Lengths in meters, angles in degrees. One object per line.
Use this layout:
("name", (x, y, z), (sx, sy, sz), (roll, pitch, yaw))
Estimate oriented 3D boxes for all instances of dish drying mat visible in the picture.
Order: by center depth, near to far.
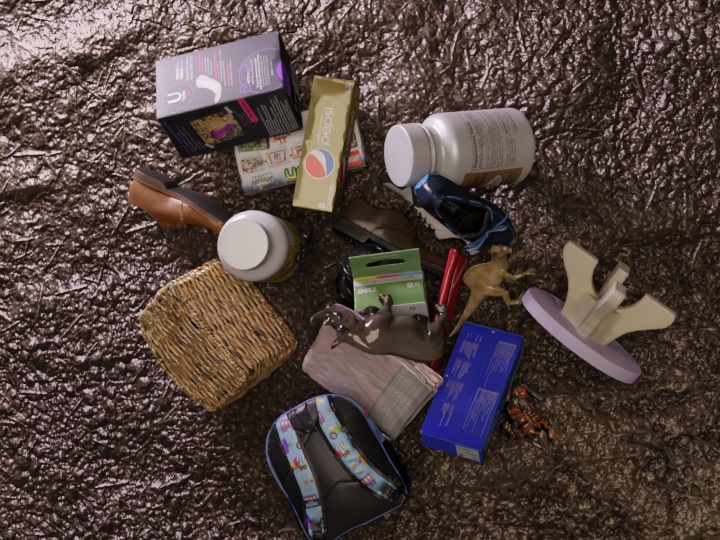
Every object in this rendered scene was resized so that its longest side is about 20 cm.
("dish drying mat", (0.124, 0.070, 1.535), (0.018, 0.077, 0.200), (13, 87, 16))

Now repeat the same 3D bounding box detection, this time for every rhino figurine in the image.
("rhino figurine", (0.029, 0.080, 1.425), (0.200, 0.060, 0.088), (9, 51, -15))

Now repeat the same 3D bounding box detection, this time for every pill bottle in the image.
("pill bottle", (0.142, -0.174, 1.509), (0.200, 0.114, 0.115), (-8, 87, -25))
("pill bottle", (-0.151, -0.034, 1.544), (0.104, 0.200, 0.104), (0, 89, 8))

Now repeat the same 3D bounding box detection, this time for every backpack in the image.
("backpack", (-0.039, 0.286, 1.554), (0.182, 0.135, 0.200), (-30, 86, 7))

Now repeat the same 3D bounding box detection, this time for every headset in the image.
("headset", (0.000, 0.000, 1.567), (0.200, 0.124, 0.094), (16, 51, -7))

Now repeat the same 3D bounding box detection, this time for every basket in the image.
("basket", (-0.226, 0.102, 1.622), (0.200, 0.149, 0.143), (49, 128, 6))

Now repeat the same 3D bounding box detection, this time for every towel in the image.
("towel", (0.010, 0.153, 1.533), (0.191, 0.200, 0.032), (37, 55, 6))

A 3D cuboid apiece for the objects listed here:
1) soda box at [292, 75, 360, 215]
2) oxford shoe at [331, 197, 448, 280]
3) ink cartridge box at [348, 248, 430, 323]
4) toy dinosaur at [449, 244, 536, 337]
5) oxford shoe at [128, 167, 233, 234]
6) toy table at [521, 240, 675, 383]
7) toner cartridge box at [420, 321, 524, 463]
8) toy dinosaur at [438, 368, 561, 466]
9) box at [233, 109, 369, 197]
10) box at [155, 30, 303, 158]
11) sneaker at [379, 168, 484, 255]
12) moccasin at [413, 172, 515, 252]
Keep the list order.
("soda box", (-0.050, -0.188, 1.564), (0.064, 0.068, 0.200), (9, 90, 8))
("oxford shoe", (0.063, -0.051, 1.583), (0.200, 0.073, 0.084), (29, 78, 1))
("ink cartridge box", (0.048, 0.055, 1.516), (0.104, 0.200, 0.059), (-6, 54, 5))
("toy dinosaur", (0.198, 0.019, 1.559), (0.101, 0.200, 0.058), (5, 46, -17))
("oxford shoe", (-0.278, -0.091, 1.634), (0.200, 0.071, 0.071), (26, 102, 17))
("toy table", (0.347, 0.056, 1.500), (0.200, 0.184, 0.117), (32, 110, -5))
("toner cartridge box", (0.166, 0.175, 1.517), (0.095, 0.043, 0.200), (15, 57, 18))
("toy dinosaur", (0.198, 0.217, 1.562), (0.200, 0.102, 0.136), (31, 78, 32))
("box", (-0.096, -0.190, 1.623), (0.200, 0.035, 0.110), (-12, 87, 7))
("box", (-0.200, -0.267, 1.584), (0.200, 0.106, 0.122), (-12, 58, 8))
("sneaker", (0.112, -0.092, 1.574), (0.200, 0.074, 0.080), (29, 95, 8))
("moccasin", (0.152, -0.067, 1.479), (0.080, 0.200, 0.068), (-53, 41, 19))
